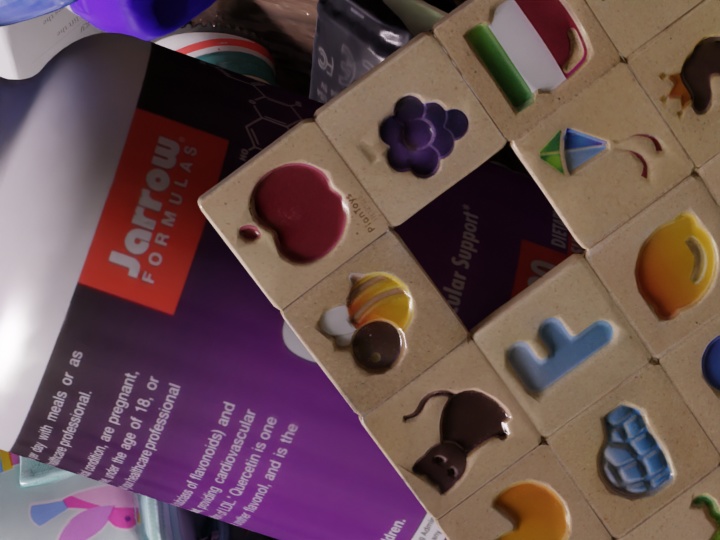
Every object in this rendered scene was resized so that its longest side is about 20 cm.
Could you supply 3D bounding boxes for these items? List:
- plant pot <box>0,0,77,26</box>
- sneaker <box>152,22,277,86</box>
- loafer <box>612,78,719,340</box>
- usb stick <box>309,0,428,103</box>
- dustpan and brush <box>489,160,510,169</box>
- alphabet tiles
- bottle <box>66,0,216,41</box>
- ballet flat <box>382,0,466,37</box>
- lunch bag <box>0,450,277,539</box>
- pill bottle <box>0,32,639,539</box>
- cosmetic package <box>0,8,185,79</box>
[{"bbox_3d":[-0.155,-0.179,0.656,0.200,0.180,0.200,27,169,-26],"label":"plant pot"},{"bbox_3d":[-0.089,0.007,0.917,0.070,0.200,0.093,13,-138,-44],"label":"sneaker"},{"bbox_3d":[0.132,0.016,0.680,0.200,0.063,0.072,50,-169,-33],"label":"loafer"},{"bbox_3d":[0.000,0.000,0.848,0.055,0.033,0.200,39,136,41],"label":"usb stick"},{"bbox_3d":[0.018,0.007,0.911,0.140,0.057,0.200,35,165,-1],"label":"dustpan and brush"},{"bbox_3d":[0.084,0.011,0.626,0.200,0.167,0.008,54,179,-20],"label":"alphabet tiles"},{"bbox_3d":[-0.117,-0.150,0.824,0.200,0.084,0.065,34,156,27],"label":"bottle"},{"bbox_3d":[0.017,-0.107,0.674,0.200,0.063,0.069,49,159,-5],"label":"ballet flat"},{"bbox_3d":[-0.065,0.079,0.794,0.200,0.077,0.160,-96,-5,-56],"label":"lunch bag"},{"bbox_3d":[-0.031,0.008,0.674,0.200,0.113,0.112,19,161,-10],"label":"pill bottle"},{"bbox_3d":[-0.128,-0.095,0.952,0.113,0.081,0.200,38,159,23],"label":"cosmetic package"}]
